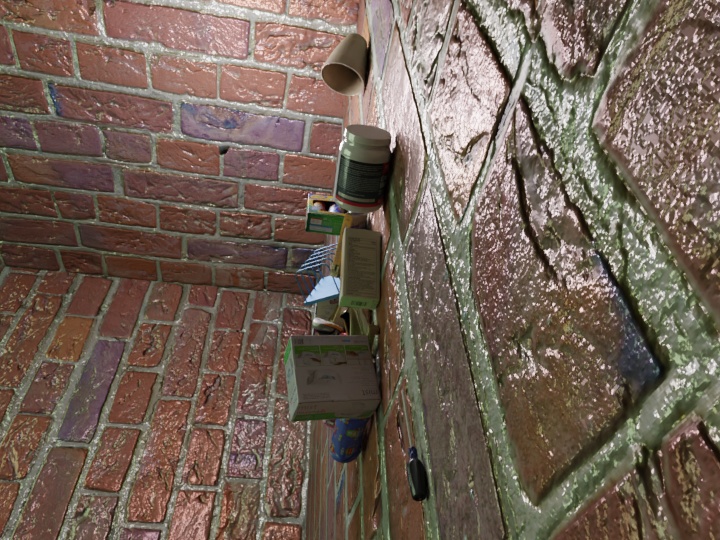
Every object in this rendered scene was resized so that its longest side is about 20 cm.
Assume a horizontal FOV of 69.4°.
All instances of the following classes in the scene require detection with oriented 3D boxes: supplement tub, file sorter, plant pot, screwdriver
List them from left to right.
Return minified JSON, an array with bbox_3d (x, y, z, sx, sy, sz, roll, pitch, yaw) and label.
[{"bbox_3d":[-0.118,0.008,1.750,0.124,0.137,0.200,67,-158,-17],"label":"file sorter"},{"bbox_3d":[-0.044,-0.862,2.134,0.187,0.185,0.203,121,168,-72],"label":"plant pot"},{"bbox_3d":[0.006,-0.267,1.371,0.141,0.138,0.202,-97,15,-59],"label":"supplement tub"},{"bbox_3d":[0.080,0.270,0.839,0.202,0.028,0.029,-98,-14,-47],"label":"screwdriver"}]

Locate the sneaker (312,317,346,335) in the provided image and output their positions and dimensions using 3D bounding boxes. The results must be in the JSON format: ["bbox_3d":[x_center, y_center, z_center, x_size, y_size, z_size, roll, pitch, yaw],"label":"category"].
[{"bbox_3d":[-0.089,0.203,1.579,0.078,0.078,0.200,-63,-36,-12],"label":"sneaker"}]

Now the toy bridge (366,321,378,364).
[{"bbox_3d":[0.020,0.228,1.329,0.067,0.027,0.203,-117,33,-77],"label":"toy bridge"}]

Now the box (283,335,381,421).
[{"bbox_3d":[-0.069,0.249,1.224,0.097,0.197,0.178,115,150,-46],"label":"box"}]

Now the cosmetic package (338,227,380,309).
[{"bbox_3d":[-0.001,-0.006,1.379,0.071,0.103,0.203,111,165,-62],"label":"cosmetic package"}]

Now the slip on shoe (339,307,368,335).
[{"bbox_3d":[-0.029,0.114,1.446,0.076,0.060,0.202,122,137,-56],"label":"slip on shoe"}]

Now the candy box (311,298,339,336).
[{"bbox_3d":[-0.098,0.174,1.844,0.061,0.134,0.203,-115,33,-74],"label":"candy box"}]

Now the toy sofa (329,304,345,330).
[{"bbox_3d":[-0.041,0.157,1.672,0.200,0.096,0.084,129,165,-78],"label":"toy sofa"}]

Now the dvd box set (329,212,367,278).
[{"bbox_3d":[-0.035,-0.084,1.645,0.146,0.029,0.203,-24,-48,-68],"label":"dvd box set"}]

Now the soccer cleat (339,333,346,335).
[{"bbox_3d":[-0.029,0.227,1.437,0.200,0.075,0.068,-81,0,-73],"label":"soccer cleat"}]

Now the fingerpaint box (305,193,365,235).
[{"bbox_3d":[-0.085,-0.188,1.773,0.168,0.197,0.074,-97,16,-60],"label":"fingerpaint box"}]

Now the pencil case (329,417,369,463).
[{"bbox_3d":[-0.024,0.401,1.318,0.078,0.085,0.202,-88,8,-56],"label":"pencil case"}]

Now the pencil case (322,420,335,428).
[{"bbox_3d":[-0.055,0.355,1.478,0.087,0.081,0.203,-89,10,-67],"label":"pencil case"}]
